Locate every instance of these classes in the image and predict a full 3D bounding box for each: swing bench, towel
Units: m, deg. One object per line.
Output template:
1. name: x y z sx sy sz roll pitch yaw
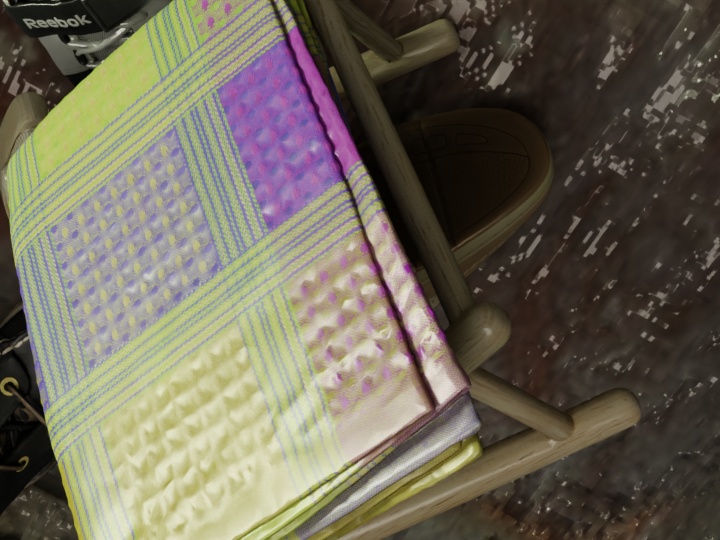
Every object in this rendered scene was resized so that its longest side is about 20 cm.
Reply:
1. swing bench: -0.039 0.009 0.597 0.200 0.199 0.130 -34 148 17
2. towel: -0.049 0.006 0.513 0.144 0.200 0.023 -38 145 22

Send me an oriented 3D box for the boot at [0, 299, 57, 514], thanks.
1. boot: -0.173 0.089 0.720 0.200 0.151 0.073 -30 111 22

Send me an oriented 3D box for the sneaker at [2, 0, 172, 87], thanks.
1. sneaker: -0.116 -0.120 0.631 0.074 0.089 0.200 -18 117 17

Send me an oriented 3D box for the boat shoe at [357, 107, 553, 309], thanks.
1. boat shoe: 0.000 0.000 0.698 0.200 0.071 0.065 -30 145 18
